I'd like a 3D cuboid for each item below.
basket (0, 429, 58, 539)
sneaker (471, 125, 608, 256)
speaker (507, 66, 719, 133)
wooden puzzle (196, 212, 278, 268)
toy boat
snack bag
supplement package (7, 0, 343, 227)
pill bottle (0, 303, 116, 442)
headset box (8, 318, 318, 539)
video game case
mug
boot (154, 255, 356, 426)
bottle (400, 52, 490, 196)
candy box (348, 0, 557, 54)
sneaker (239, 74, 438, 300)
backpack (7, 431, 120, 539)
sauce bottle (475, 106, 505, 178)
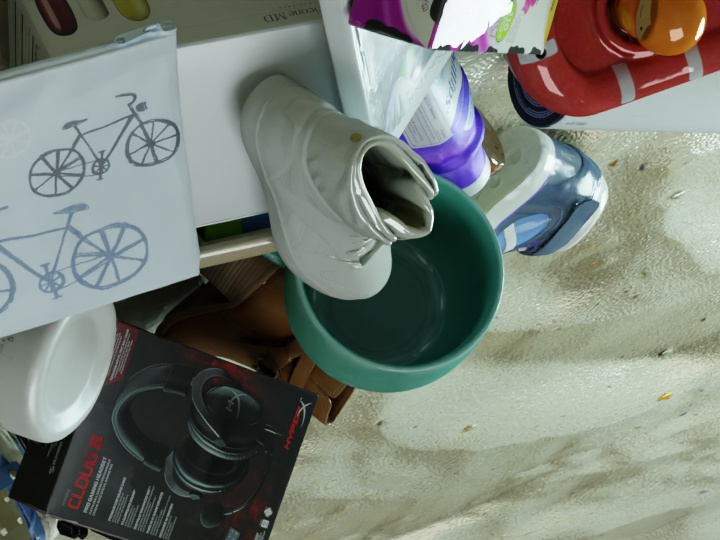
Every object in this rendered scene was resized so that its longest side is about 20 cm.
[{"bbox_3d":[-0.337,0.209,1.936,0.176,0.139,0.200,-37,179,26],"label":"basket"},{"bbox_3d":[0.109,-0.027,1.933,0.200,0.081,0.146,-39,144,17],"label":"sneaker"},{"bbox_3d":[0.213,-0.144,1.805,0.200,0.081,0.081,-2,145,-36],"label":"speaker"},{"bbox_3d":[-0.142,-0.051,1.641,0.185,0.200,0.046,-13,116,-17],"label":"wooden puzzle"},{"bbox_3d":[0.197,-0.179,1.649,0.200,0.131,0.131,-20,-164,-7],"label":"toy boat"},{"bbox_3d":[-0.194,-0.050,1.464,0.188,0.021,0.200,-18,130,-18],"label":"snack bag"},{"bbox_3d":[-0.117,-0.118,1.548,0.200,0.111,0.156,-13,135,-19],"label":"supplement package"},{"bbox_3d":[-0.278,0.035,1.635,0.200,0.114,0.114,18,158,18],"label":"pill bottle"},{"bbox_3d":[-0.151,0.124,1.740,0.200,0.149,0.077,23,173,-30],"label":"headset box"},{"bbox_3d":[0.034,-0.191,1.517,0.182,0.023,0.200,-59,156,-27],"label":"video game case"},{"bbox_3d":[0.011,-0.001,1.738,0.152,0.185,0.114,-30,171,-14],"label":"mug"},{"bbox_3d":[-0.076,0.065,1.862,0.074,0.155,0.200,-43,172,-33],"label":"boot"},{"bbox_3d":[0.043,-0.122,1.692,0.065,0.084,0.200,-8,145,18],"label":"bottle"},{"bbox_3d":[0.074,-0.207,1.487,0.200,0.061,0.137,-12,120,-66],"label":"candy box"},{"bbox_3d":[0.001,-0.030,1.523,0.074,0.116,0.200,-49,143,-17],"label":"sneaker"},{"bbox_3d":[-0.200,0.111,1.860,0.135,0.200,0.183,-40,-159,-22],"label":"backpack"},{"bbox_3d":[0.016,-0.055,1.841,0.200,0.066,0.066,-31,151,21],"label":"sauce bottle"}]
